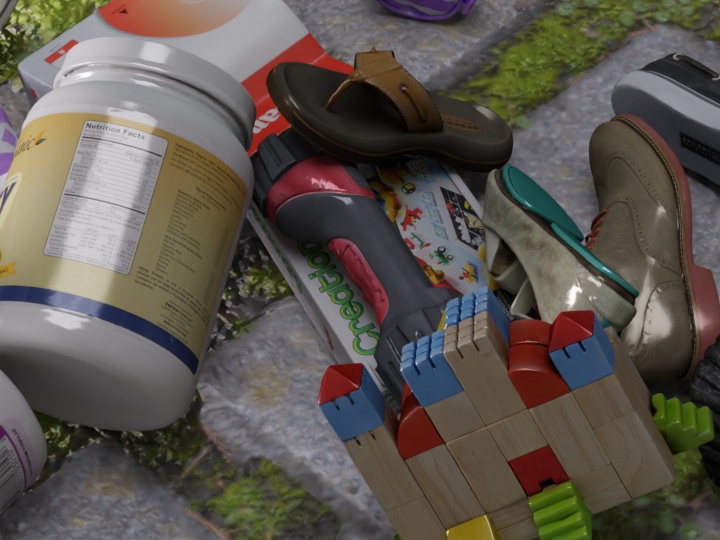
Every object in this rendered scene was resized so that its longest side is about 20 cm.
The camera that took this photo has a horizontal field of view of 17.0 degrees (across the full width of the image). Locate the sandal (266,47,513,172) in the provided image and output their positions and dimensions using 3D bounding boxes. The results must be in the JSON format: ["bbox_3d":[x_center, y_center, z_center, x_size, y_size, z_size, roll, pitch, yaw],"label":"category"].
[{"bbox_3d":[0.025,-0.104,1.482,0.200,0.055,0.082,9,36,-38],"label":"sandal"}]

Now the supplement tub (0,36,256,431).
[{"bbox_3d":[-0.144,-0.021,1.412,0.144,0.144,0.201,10,67,12],"label":"supplement tub"}]

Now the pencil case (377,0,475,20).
[{"bbox_3d":[0.062,-0.264,1.683,0.085,0.084,0.200,25,53,-6],"label":"pencil case"}]

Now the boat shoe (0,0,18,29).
[{"bbox_3d":[-0.303,-0.142,1.595,0.200,0.075,0.062,-45,103,-26],"label":"boat shoe"}]

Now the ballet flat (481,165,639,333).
[{"bbox_3d":[0.102,-0.005,1.407,0.062,0.067,0.200,-52,22,9],"label":"ballet flat"}]

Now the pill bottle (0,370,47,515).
[{"bbox_3d":[-0.277,0.136,1.335,0.112,0.112,0.200,28,56,25],"label":"pill bottle"}]

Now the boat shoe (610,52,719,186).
[{"bbox_3d":[0.249,-0.082,1.519,0.057,0.069,0.200,-38,55,-26],"label":"boat shoe"}]

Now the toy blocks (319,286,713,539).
[{"bbox_3d":[0.072,0.076,1.301,0.200,0.137,0.100,-23,24,17],"label":"toy blocks"}]

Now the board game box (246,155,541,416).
[{"bbox_3d":[0.021,-0.006,1.488,0.126,0.035,0.200,-23,52,-15],"label":"board game box"}]

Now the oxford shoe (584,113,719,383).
[{"bbox_3d":[0.161,-0.019,1.459,0.075,0.071,0.200,-1,48,-14],"label":"oxford shoe"}]

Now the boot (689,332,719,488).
[{"bbox_3d":[0.232,0.142,1.311,0.079,0.212,0.158,14,3,-27],"label":"boot"}]

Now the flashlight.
[{"bbox_3d":[0.000,0.000,1.425,0.068,0.068,0.200,-20,55,-17],"label":"flashlight"}]

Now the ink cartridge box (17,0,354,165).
[{"bbox_3d":[-0.104,-0.128,1.570,0.162,0.050,0.200,-38,43,-25],"label":"ink cartridge box"}]

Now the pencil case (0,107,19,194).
[{"bbox_3d":[-0.278,-0.106,1.505,0.085,0.084,0.200,-30,84,-25],"label":"pencil case"}]
